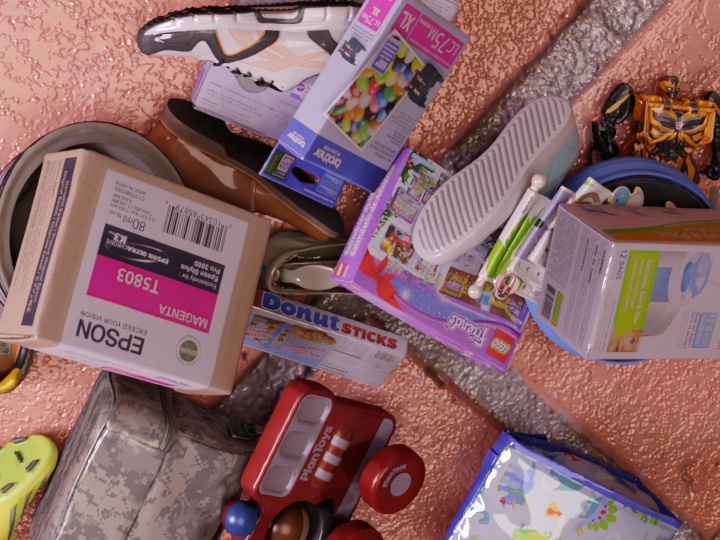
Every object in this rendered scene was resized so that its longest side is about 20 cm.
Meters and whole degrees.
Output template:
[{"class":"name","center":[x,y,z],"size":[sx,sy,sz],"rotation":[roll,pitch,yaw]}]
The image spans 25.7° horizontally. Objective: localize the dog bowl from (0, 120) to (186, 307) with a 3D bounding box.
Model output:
[{"class":"dog bowl","center":[-0.247,-0.029,1.390],"size":[0.200,0.074,0.200],"rotation":[0,89,-38]}]

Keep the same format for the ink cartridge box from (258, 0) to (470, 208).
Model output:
[{"class":"ink cartridge box","center":[0.006,-0.145,1.381],"size":[0.200,0.042,0.119],"rotation":[-55,146,8]}]

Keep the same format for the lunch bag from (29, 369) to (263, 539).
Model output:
[{"class":"lunch bag","center":[-0.197,0.210,1.464],"size":[0.168,0.139,0.200],"rotation":[23,100,-16]}]

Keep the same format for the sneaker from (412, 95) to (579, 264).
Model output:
[{"class":"sneaker","center":[0.134,-0.064,1.434],"size":[0.200,0.074,0.082],"rotation":[-43,134,-13]}]

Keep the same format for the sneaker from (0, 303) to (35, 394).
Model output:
[{"class":"sneaker","center":[-0.321,0.017,1.420],"size":[0.078,0.082,0.200],"rotation":[-5,105,-10]}]

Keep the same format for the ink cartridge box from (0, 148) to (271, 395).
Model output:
[{"class":"ink cartridge box","center":[-0.188,0.005,1.344],"size":[0.200,0.075,0.165],"rotation":[20,77,-37]}]

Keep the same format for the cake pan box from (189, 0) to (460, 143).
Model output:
[{"class":"cake pan box","center":[-0.029,-0.198,1.437],"size":[0.200,0.052,0.184],"rotation":[20,102,-15]}]

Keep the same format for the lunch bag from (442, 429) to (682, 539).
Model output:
[{"class":"lunch bag","center":[0.181,0.262,1.558],"size":[0.200,0.127,0.170],"rotation":[23,99,-25]}]

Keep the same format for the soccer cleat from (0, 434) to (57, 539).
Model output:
[{"class":"soccer cleat","center":[-0.351,0.238,1.494],"size":[0.200,0.065,0.084],"rotation":[-49,137,0]}]

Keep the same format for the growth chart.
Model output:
[{"class":"growth chart","center":[0.206,-0.015,1.430],"size":[0.200,0.018,0.145],"rotation":[18,104,-27]}]

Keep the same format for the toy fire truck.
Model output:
[{"class":"toy fire truck","center":[-0.050,0.202,1.471],"size":[0.168,0.112,0.200],"rotation":[21,100,-45]}]

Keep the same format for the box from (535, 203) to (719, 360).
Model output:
[{"class":"box","center":[0.273,0.010,1.398],"size":[0.200,0.101,0.113],"rotation":[2,111,-23]}]

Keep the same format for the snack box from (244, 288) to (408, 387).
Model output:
[{"class":"snack box","center":[-0.060,0.058,1.489],"size":[0.200,0.072,0.024],"rotation":[19,56,-15]}]

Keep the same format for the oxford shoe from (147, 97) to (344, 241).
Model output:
[{"class":"oxford shoe","center":[-0.107,-0.078,1.452],"size":[0.200,0.071,0.071],"rotation":[32,115,-11]}]

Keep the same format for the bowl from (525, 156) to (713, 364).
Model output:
[{"class":"bowl","center":[0.251,-0.006,1.486],"size":[0.201,0.039,0.201],"rotation":[-3,106,-11]}]

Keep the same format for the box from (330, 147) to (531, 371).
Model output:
[{"class":"box","center":[0.082,-0.009,1.469],"size":[0.200,0.039,0.137],"rotation":[31,78,-31]}]

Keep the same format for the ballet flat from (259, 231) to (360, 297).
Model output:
[{"class":"ballet flat","center":[0.000,0.000,1.486],"size":[0.200,0.069,0.070],"rotation":[0,105,-11]}]

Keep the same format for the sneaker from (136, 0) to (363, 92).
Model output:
[{"class":"sneaker","center":[-0.092,-0.190,1.364],"size":[0.200,0.074,0.080],"rotation":[-3,107,-9]}]

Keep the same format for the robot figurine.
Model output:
[{"class":"robot figurine","center":[0.289,-0.087,1.522],"size":[0.145,0.058,0.200],"rotation":[3,104,-13]}]
